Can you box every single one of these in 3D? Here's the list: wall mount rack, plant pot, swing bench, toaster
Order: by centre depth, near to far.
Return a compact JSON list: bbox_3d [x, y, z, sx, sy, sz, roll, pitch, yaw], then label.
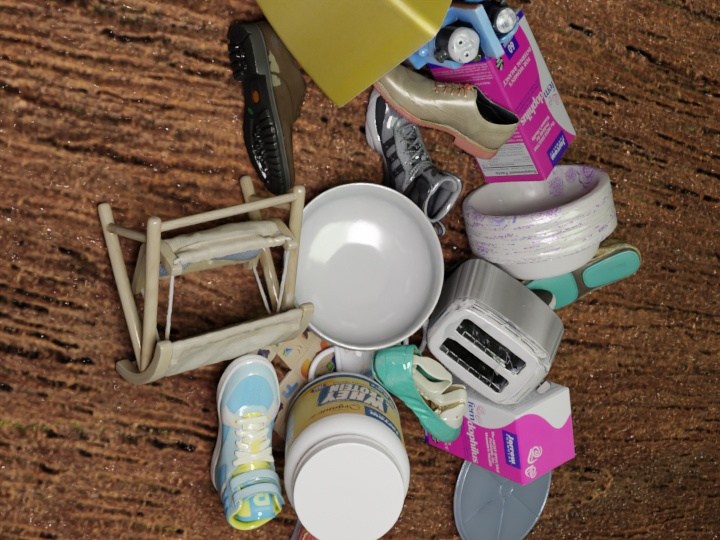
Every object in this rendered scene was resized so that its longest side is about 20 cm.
[{"bbox_3d":[-0.165,0.014,1.282,0.197,0.129,0.203,-15,109,-36],"label":"swing bench"},{"bbox_3d":[-0.008,-0.341,1.284,0.176,0.199,0.202,35,57,-20],"label":"plant pot"},{"bbox_3d":[0.162,0.075,1.466,0.199,0.114,0.129,38,28,-6],"label":"toaster"},{"bbox_3d":[0.034,0.143,1.491,0.198,0.074,0.176,-20,113,-33],"label":"wall mount rack"}]

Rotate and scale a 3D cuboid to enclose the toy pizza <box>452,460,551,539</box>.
[{"bbox_3d":[0.204,0.314,1.695,0.198,0.032,0.203,-10,106,-38],"label":"toy pizza"}]

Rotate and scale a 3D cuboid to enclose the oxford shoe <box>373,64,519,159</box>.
[{"bbox_3d":[0.105,-0.213,1.417,0.198,0.075,0.071,24,49,-22],"label":"oxford shoe"}]

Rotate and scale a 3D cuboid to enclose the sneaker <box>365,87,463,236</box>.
[{"bbox_3d":[0.071,-0.139,1.447,0.075,0.113,0.203,-18,109,-34],"label":"sneaker"}]

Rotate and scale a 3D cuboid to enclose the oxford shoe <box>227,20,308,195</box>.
[{"bbox_3d":[-0.091,-0.187,1.337,0.084,0.072,0.203,-18,109,-36],"label":"oxford shoe"}]

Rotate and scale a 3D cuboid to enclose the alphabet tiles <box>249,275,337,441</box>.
[{"bbox_3d":[-0.060,0.134,1.467,0.168,0.008,0.201,-51,125,-19],"label":"alphabet tiles"}]

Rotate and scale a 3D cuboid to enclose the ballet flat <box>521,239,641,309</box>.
[{"bbox_3d":[0.309,0.006,1.688,0.198,0.071,0.071,-21,115,-1],"label":"ballet flat"}]

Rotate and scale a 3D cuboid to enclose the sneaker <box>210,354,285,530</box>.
[{"bbox_3d":[-0.119,0.206,1.320,0.078,0.131,0.202,-3,122,-19],"label":"sneaker"}]

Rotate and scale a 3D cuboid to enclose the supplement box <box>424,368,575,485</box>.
[{"bbox_3d":[0.179,0.194,1.543,0.103,0.199,0.103,-21,111,-33],"label":"supplement box"}]

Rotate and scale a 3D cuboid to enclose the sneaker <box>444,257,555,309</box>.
[{"bbox_3d":[0.185,0.028,1.587,0.198,0.071,0.101,-12,110,-24],"label":"sneaker"}]

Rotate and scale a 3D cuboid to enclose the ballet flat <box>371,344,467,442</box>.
[{"bbox_3d":[0.092,0.155,1.439,0.200,0.070,0.068,44,43,-40],"label":"ballet flat"}]

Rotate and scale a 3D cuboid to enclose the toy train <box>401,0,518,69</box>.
[{"bbox_3d":[0.103,-0.295,1.394,0.114,0.200,0.087,-41,122,-11],"label":"toy train"}]

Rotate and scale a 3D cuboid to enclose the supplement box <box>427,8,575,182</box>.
[{"bbox_3d":[0.186,-0.223,1.513,0.102,0.103,0.201,-53,128,-32],"label":"supplement box"}]

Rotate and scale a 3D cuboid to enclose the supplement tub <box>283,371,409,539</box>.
[{"bbox_3d":[-0.017,0.216,1.343,0.143,0.200,0.147,-1,106,-3],"label":"supplement tub"}]

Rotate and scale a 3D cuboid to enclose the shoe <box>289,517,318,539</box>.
[{"bbox_3d":[-0.042,0.346,1.468,0.071,0.091,0.202,36,76,-37],"label":"shoe"}]

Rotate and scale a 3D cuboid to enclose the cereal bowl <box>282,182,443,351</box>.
[{"bbox_3d":[0.000,0.000,1.411,0.197,0.083,0.203,1,81,-6],"label":"cereal bowl"}]

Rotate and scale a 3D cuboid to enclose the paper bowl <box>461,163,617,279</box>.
[{"bbox_3d":[0.240,-0.060,1.541,0.200,0.200,0.106,-29,115,-30],"label":"paper bowl"}]
